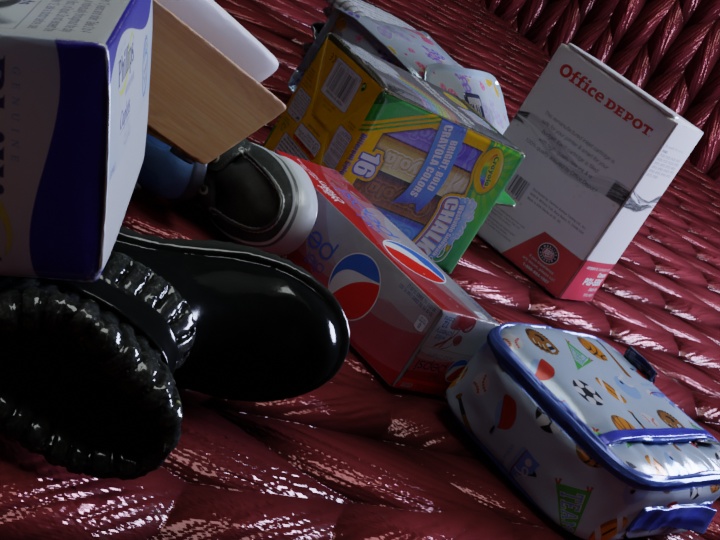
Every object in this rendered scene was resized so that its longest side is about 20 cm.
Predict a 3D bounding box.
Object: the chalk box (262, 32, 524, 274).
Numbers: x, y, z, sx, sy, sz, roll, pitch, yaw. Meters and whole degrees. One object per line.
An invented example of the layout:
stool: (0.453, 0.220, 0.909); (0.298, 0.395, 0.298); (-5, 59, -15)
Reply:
chalk box: (0.041, -0.089, 1.256); (0.200, 0.124, 0.124); (22, 18, -35)

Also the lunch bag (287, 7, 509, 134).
lunch bag: (0.059, -0.161, 1.503); (0.200, 0.127, 0.169); (48, 23, 26)

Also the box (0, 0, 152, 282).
box: (-0.201, -0.077, 0.671); (0.199, 0.105, 0.184); (4, 20, -4)

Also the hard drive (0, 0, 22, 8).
hard drive: (-0.242, -0.135, 0.623); (0.132, 0.026, 0.200); (-11, 25, -35)

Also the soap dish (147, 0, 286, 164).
soap dish: (-0.159, -0.145, 0.865); (0.200, 0.081, 0.157); (30, -3, 34)

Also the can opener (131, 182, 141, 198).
can opener: (-0.198, -0.076, 0.891); (0.078, 0.064, 0.200); (10, -8, 32)

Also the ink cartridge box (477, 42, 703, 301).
ink cartridge box: (0.207, -0.092, 1.432); (0.147, 0.200, 0.083); (41, 17, 28)

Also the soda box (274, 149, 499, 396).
soda box: (0.000, 0.000, 1.017); (0.070, 0.063, 0.200); (15, 23, -48)

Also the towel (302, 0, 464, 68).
towel: (0.043, -0.237, 1.776); (0.166, 0.086, 0.200); (44, 18, 32)

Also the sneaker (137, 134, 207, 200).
sneaker: (-0.175, -0.108, 1.022); (0.078, 0.066, 0.200); (4, 30, -42)

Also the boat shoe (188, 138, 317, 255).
boat shoe: (-0.104, -0.070, 1.035); (0.057, 0.069, 0.200); (20, 13, -43)

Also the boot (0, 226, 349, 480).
boot: (-0.088, 0.039, 0.699); (0.211, 0.080, 0.158); (14, 15, -21)

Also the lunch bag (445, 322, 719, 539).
lunch bag: (0.158, 0.108, 0.981); (0.160, 0.076, 0.200); (44, 21, 30)
